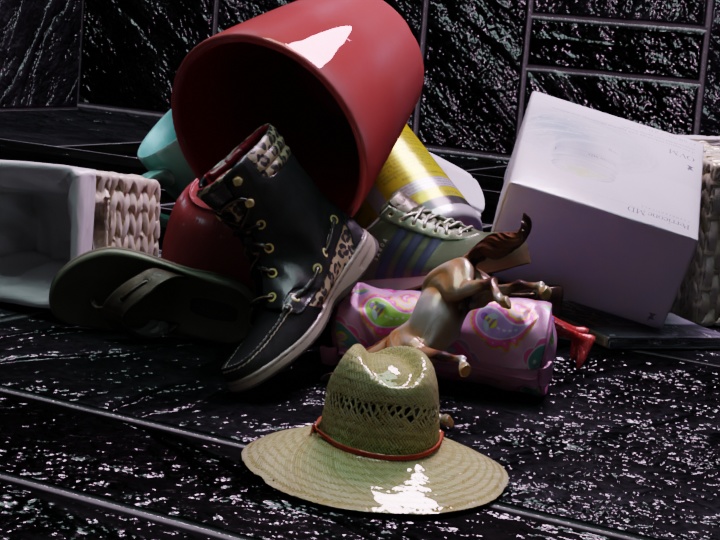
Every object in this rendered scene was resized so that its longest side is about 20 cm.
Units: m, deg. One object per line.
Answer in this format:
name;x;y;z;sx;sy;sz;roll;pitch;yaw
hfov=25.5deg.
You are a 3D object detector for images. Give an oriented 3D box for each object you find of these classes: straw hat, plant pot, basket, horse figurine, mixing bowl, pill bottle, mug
straw hat;0.015;0.095;1.084;0.199;0.086;0.201;4;9;-1
plant pot;-0.042;-0.156;1.437;0.199;0.202;0.177;9;34;28
basket;-0.303;-0.039;1.573;0.198;0.137;0.123;7;6;37
horse figurine;0.071;0.041;1.279;0.050;0.201;0.132;43;-12;-33
basket;0.434;-0.046;1.826;0.196;0.202;0.161;1;12;-20
mixing bowl;-0.109;-0.035;1.523;0.198;0.109;0.201;-7;33;5
pill bottle;0.023;-0.082;1.564;0.114;0.115;0.201;-4;47;-42
mug;-0.152;-0.117;1.661;0.115;0.185;0.152;49;3;-20

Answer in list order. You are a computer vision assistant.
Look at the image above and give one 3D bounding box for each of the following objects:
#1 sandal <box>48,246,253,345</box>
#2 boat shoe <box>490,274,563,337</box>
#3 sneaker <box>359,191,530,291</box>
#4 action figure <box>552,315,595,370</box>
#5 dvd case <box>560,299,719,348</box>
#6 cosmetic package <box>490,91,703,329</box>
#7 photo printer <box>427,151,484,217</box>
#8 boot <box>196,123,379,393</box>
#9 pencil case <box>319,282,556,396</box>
sandal;-0.188;0.029;1.440;0.199;0.081;0.057;6;23;8
boat shoe;0.112;0.017;1.615;0.198;0.073;0.072;16;14;24
sneaker;0.049;-0.028;1.414;0.198;0.091;0.067;-13;-2;26
action figure;0.107;0.057;1.479;0.199;0.100;0.065;27;5;-4
dvd case;0.279;0.054;1.695;0.147;0.016;0.200;1;10;-21
cosmetic package;0.247;-0.067;1.674;0.197;0.124;0.201;17;37;2
photo printer;0.013;-0.056;1.748;0.165;0.070;0.199;21;-44;-39
boot;-0.082;-0.012;1.302;0.073;0.151;0.200;-15;28;51
pencil case;0.068;0.058;1.361;0.198;0.088;0.087;6;9;8
